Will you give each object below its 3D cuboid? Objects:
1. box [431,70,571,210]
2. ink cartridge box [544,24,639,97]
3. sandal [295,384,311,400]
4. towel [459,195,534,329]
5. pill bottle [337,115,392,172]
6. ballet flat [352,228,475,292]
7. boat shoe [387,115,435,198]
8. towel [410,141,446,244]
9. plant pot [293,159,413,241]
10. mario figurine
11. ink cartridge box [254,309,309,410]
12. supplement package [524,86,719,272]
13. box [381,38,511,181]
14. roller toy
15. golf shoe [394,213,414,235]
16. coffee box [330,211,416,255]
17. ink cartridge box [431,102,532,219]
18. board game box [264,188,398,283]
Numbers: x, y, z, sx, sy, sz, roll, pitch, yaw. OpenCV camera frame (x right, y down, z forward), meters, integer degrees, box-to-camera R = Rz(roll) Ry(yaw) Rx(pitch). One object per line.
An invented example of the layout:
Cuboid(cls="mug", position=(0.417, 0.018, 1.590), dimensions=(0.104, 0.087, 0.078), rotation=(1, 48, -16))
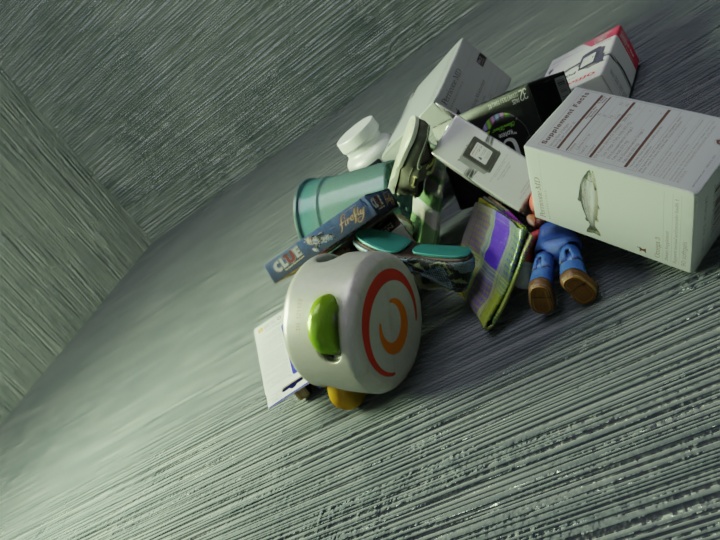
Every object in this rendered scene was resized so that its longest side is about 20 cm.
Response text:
Cuboid(cls="box", position=(0.242, -0.205, 1.104), dimensions=(0.123, 0.151, 0.198), rotation=(-27, 7, -41))
Cuboid(cls="ink cartridge box", position=(0.400, -0.329, 1.220), dimensions=(0.143, 0.085, 0.201), rotation=(-21, 27, 42))
Cuboid(cls="sandal", position=(-0.135, 0.157, 1.145), dimensions=(0.069, 0.078, 0.212), rotation=(-32, 25, 1))
Cuboid(cls="towel", position=(0.172, -0.016, 0.942), dimensions=(0.200, 0.022, 0.146), rotation=(-109, 37, -70))
Cuboid(cls="pill bottle", position=(0.044, -0.211, 1.428), dimensions=(0.115, 0.201, 0.116), rotation=(-32, 20, 14))
Cuboid(cls="ballet flat", position=(0.070, -0.009, 0.980), dimensions=(0.197, 0.075, 0.075), rotation=(15, 52, 36))
Cuboid(cls="boat shoe", position=(0.085, -0.170, 1.049), dimensions=(0.202, 0.059, 0.073), rotation=(108, 179, -72))
Cuboid(cls="towel", position=(0.114, -0.109, 1.147), dimensions=(0.023, 0.205, 0.153), rotation=(2, 17, -11))
Cuboid(cls="plant pot", position=(0.004, -0.112, 1.328), dimensions=(0.193, 0.202, 0.201), rotation=(-17, 28, 30))
Cuboid(cls="mario figurine", position=(0.264, -0.028, 0.873), dimensions=(0.121, 0.107, 0.202), rotation=(11, 47, 7))
Cuboid(cls="ink cartridge box", position=(-0.109, 0.132, 1.058), dimensions=(0.094, 0.037, 0.201), rotation=(-33, 31, 5))
Cuboid(cls="supplement package", position=(0.302, -0.107, 0.766), dimensions=(0.198, 0.118, 0.117), rotation=(27, 64, 40))
Cuboid(cls="box", position=(0.165, -0.295, 1.332), dimensions=(0.200, 0.130, 0.201), rotation=(-39, 22, 55))
Cuboid(cls="roller toy", position=(-0.012, 0.070, 0.930), dimensions=(0.138, 0.201, 0.184), rotation=(-1, 46, 36))
Cuboid(cls="golf shoe", position=(0.030, -0.017, 1.213), dimensions=(0.200, 0.072, 0.093), rotation=(-47, 24, 41))
Cuboid(cls="coffee box", position=(0.000, 0.000, 1.103), dimensions=(0.199, 0.080, 0.113), rotation=(-37, 18, 5))
Cuboid(cls="ink cartridge box", position=(0.183, -0.155, 0.998), dimensions=(0.067, 0.199, 0.115), rotation=(-56, -26, 10))
Cuboid(cls="board game box", position=(-0.043, -0.056, 1.069), dimensions=(0.198, 0.035, 0.135), rotation=(-33, 0, 20))
